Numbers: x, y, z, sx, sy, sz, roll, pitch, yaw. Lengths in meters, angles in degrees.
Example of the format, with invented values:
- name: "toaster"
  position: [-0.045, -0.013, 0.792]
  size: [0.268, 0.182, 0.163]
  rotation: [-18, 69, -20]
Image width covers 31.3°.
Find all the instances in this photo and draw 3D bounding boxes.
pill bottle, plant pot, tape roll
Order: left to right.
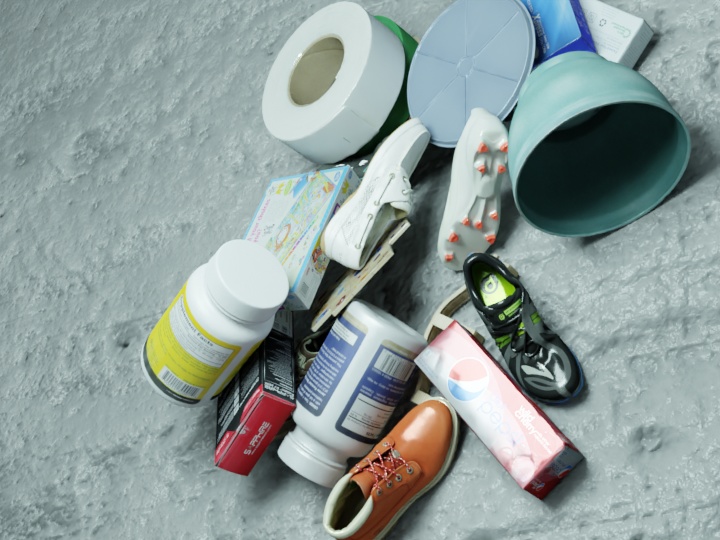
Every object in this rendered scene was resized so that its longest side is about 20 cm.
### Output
- name: "pill bottle"
  position: [-0.169, 0.062, 1.502]
  size: [0.200, 0.113, 0.116]
  rotation: [-49, 41, 39]
- name: "tape roll"
  position: [-0.036, -0.242, 1.663]
  size: [0.201, 0.070, 0.205]
  rotation: [-26, 49, 34]
- name: "pill bottle"
  position: [-0.014, 0.144, 1.487]
  size: [0.111, 0.110, 0.202]
  rotation: [34, 97, 42]
- name: "tape roll"
  position: [-0.004, -0.242, 1.721]
  size: [0.199, 0.048, 0.203]
  rotation: [-27, 49, 35]
- name: "plant pot"
  position: [0.246, -0.155, 1.417]
  size: [0.199, 0.200, 0.135]
  rotation: [-31, 48, 17]

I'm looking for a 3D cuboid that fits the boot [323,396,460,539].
- name: "boot"
  position: [0.034, 0.221, 1.413]
  size: [0.075, 0.107, 0.201]
  rotation: [35, 88, 26]

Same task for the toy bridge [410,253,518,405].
- name: "toy bridge"
  position: [0.113, 0.069, 1.501]
  size: [0.067, 0.027, 0.202]
  rotation: [23, 81, 42]

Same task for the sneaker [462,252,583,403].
- name: "sneaker"
  position: [0.170, 0.062, 1.414]
  size: [0.070, 0.083, 0.201]
  rotation: [-37, 68, 9]

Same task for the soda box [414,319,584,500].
- name: "soda box"
  position: [0.147, 0.149, 1.390]
  size: [0.070, 0.063, 0.200]
  rotation: [-45, 56, 5]

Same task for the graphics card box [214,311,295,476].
- name: "graphics card box"
  position: [-0.128, 0.134, 1.555]
  size: [0.126, 0.050, 0.201]
  rotation: [-57, 22, 28]

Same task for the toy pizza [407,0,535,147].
- name: "toy pizza"
  position: [0.137, -0.243, 1.560]
  size: [0.198, 0.031, 0.203]
  rotation: [-19, 62, 40]

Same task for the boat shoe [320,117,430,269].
- name: "boat shoe"
  position: [0.034, -0.087, 1.538]
  size: [0.069, 0.071, 0.201]
  rotation: [31, 83, 25]

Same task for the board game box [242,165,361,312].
- name: "board game box"
  position: [-0.089, -0.037, 1.596]
  size: [0.133, 0.034, 0.202]
  rotation: [-6, 48, 37]

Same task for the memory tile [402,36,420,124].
- name: "memory tile"
  position: [0.100, -0.246, 1.659]
  size: [0.199, 0.017, 0.155]
  rotation: [-2, 65, 51]

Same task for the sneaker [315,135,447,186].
- name: "sneaker"
  position: [0.031, -0.119, 1.647]
  size: [0.198, 0.075, 0.081]
  rotation: [-21, 69, 32]

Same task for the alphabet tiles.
- name: "alphabet tiles"
  position: [0.000, 0.000, 1.549]
  size: [0.167, 0.008, 0.200]
  rotation: [-46, 8, 5]

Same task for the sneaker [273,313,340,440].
- name: "sneaker"
  position: [-0.068, 0.118, 1.571]
  size: [0.200, 0.075, 0.071]
  rotation: [-47, 48, 4]

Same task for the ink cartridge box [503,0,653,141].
- name: "ink cartridge box"
  position: [0.231, -0.247, 1.581]
  size: [0.199, 0.040, 0.201]
  rotation: [37, 94, 43]

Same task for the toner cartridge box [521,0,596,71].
- name: "toner cartridge box"
  position: [0.216, -0.327, 1.574]
  size: [0.094, 0.043, 0.202]
  rotation: [-29, 54, 25]

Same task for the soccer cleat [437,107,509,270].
- name: "soccer cleat"
  position: [0.133, -0.093, 1.507]
  size: [0.078, 0.068, 0.202]
  rotation: [-107, 24, -53]
